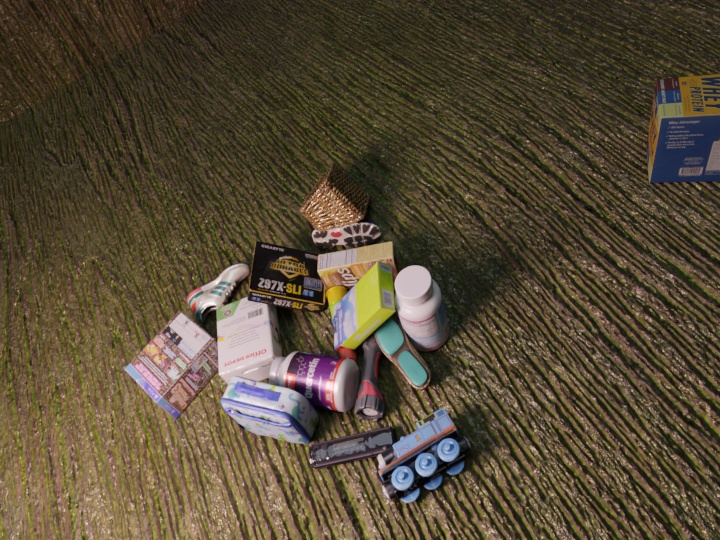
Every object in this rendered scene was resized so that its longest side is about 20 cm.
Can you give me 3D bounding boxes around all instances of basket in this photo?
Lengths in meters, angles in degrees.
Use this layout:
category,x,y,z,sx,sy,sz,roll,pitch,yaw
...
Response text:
category,x,y,z,sx,sy,sz,roll,pitch,yaw
basket,-0.073,-0.175,1.596,0.143,0.148,0.201,-45,14,20

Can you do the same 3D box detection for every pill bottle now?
category,x,y,z,sx,sy,sz,roll,pitch,yaw
pill bottle,0.134,0.084,1.291,0.105,0.203,0.112,-9,50,11
pill bottle,-0.105,0.247,1.313,0.193,0.114,0.115,4,55,22

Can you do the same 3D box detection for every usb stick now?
category,x,y,z,sx,sy,sz,roll,pitch,yaw
usb stick,-0.016,0.378,1.236,0.193,0.033,0.057,-15,59,8

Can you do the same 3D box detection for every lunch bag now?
category,x,y,z,sx,sy,sz,roll,pitch,yaw
lunch bag,-0.200,0.305,1.272,0.193,0.163,0.084,7,55,23

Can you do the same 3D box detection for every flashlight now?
category,x,y,z,sx,sy,sz,roll,pitch,yaw
flashlight,0.031,0.232,1.311,0.065,0.069,0.204,2,50,10

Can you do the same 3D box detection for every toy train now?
category,x,y,z,sx,sy,sz,roll,pitch,yaw
toy train,0.121,0.371,1.160,0.196,0.088,0.115,-29,44,-5

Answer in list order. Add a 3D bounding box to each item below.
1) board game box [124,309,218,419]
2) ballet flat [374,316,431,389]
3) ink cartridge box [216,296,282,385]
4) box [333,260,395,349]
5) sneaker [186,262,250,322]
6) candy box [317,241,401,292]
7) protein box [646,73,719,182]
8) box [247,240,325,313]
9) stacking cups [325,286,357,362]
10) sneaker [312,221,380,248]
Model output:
category,x,y,z,sx,sy,sz,roll,pitch,yaw
board game box,-0.458,0.233,1.460,0.157,0.098,0.201,29,68,34
ballet flat,0.094,0.186,1.310,0.070,0.065,0.203,-35,62,5
ink cartridge box,-0.276,0.172,1.448,0.140,0.085,0.204,-19,50,4
box,0.005,0.087,1.319,0.200,0.046,0.125,-46,36,42
sneaker,-0.373,0.065,1.586,0.196,0.071,0.095,-32,68,-8
candy box,0.000,0.000,1.457,0.193,0.117,0.057,-10,49,12
protein box,0.789,-0.329,1.364,0.192,0.202,0.138,2,54,20
box,-0.186,0.016,1.492,0.193,0.050,0.164,12,51,-13
stacking cups,-0.043,0.134,1.407,0.059,0.061,0.204,-17,50,6
sneaker,-0.038,-0.116,1.587,0.193,0.082,0.085,1,43,17
